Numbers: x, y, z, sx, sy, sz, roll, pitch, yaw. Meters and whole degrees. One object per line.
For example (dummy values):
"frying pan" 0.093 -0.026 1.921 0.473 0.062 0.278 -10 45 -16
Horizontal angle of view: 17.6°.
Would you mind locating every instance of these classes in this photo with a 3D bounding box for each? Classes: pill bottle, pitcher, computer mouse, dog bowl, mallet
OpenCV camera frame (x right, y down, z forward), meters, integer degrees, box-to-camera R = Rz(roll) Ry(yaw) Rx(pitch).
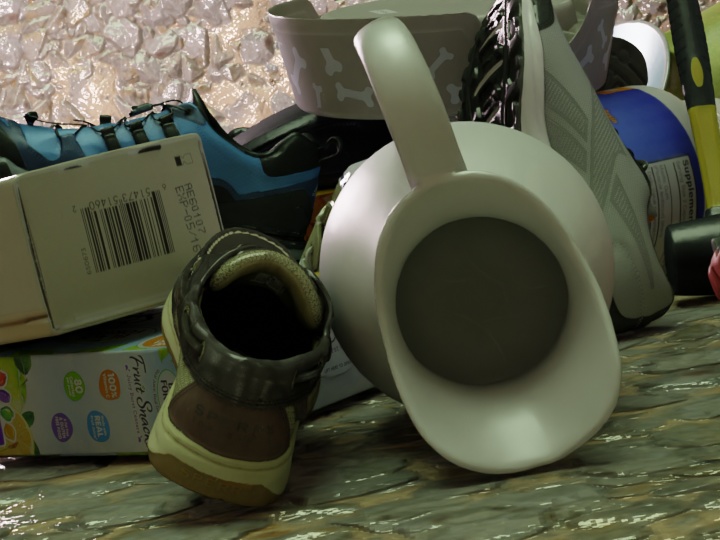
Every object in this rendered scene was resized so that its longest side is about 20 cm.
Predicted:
"pill bottle" 0.129 -0.042 1.290 0.200 0.112 0.112 -14 8 -37
"pitcher" 0.036 -0.020 0.922 0.121 0.172 0.200 -18 7 2
"computer mouse" -0.043 -0.074 1.377 0.199 0.053 0.138 -9 5 -4
"dog bowl" 0.049 -0.126 1.308 0.200 0.059 0.200 -5 11 1
"mallet" 0.173 -0.077 1.242 0.066 0.200 0.041 -13 -24 -2

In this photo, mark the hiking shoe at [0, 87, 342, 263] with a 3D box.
"hiking shoe" -0.117 -0.062 1.270 0.200 0.087 0.074 17 3 -4

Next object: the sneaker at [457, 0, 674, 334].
"sneaker" 0.102 -0.055 1.166 0.079 0.201 0.074 -2 -24 -24

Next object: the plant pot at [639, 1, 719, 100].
"plant pot" 0.285 -0.120 1.539 0.184 0.201 0.200 -22 10 -17

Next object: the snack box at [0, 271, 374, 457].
"snack box" -0.069 0.040 1.081 0.142 0.053 0.200 -6 7 35

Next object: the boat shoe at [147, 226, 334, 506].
"boat shoe" -0.039 0.023 0.918 0.073 0.065 0.200 20 22 -10

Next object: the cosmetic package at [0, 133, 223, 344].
"cosmetic package" -0.160 -0.007 1.075 0.103 0.073 0.200 -16 3 -37

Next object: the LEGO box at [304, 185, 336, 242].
"LEGO box" -0.030 -0.015 1.428 0.149 0.077 0.200 -10 6 -17

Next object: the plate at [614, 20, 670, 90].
"plate" 0.133 -0.075 1.505 0.200 0.026 0.200 -42 25 24

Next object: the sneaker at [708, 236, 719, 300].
"sneaker" 0.186 0.010 0.926 0.071 0.098 0.200 -21 -17 -2

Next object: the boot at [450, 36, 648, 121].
"boot" 0.089 -0.079 1.478 0.066 0.165 0.200 32 -3 -19

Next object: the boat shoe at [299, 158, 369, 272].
"boat shoe" 0.000 0.000 1.214 0.062 0.072 0.200 -26 -15 -6
